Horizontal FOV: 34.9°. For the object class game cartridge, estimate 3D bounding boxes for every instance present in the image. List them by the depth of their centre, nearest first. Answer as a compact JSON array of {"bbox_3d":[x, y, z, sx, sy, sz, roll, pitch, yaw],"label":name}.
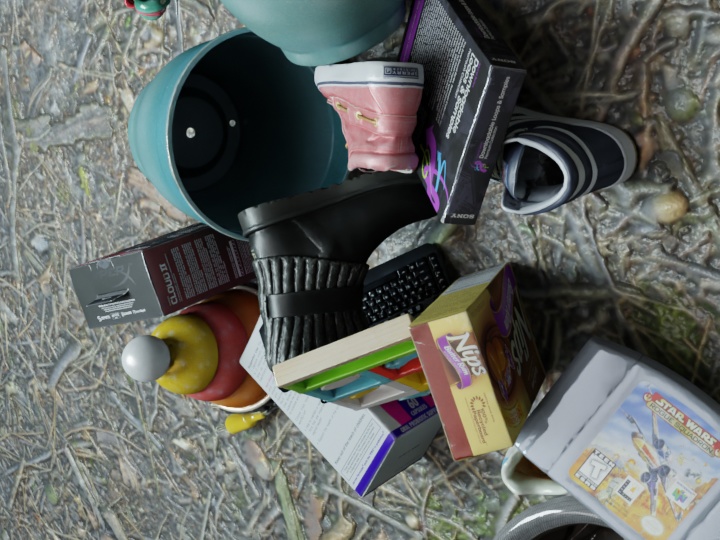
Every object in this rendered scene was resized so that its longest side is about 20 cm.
[{"bbox_3d":[0.239,0.153,0.934,0.200,0.042,0.133,39,111,13],"label":"game cartridge"}]

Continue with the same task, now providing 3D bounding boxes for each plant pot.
[{"bbox_3d":[-0.035,-0.265,0.997,0.200,0.200,0.134,11,139,40],"label":"plant pot"},{"bbox_3d":[-0.137,-0.138,1.142,0.188,0.200,0.201,14,117,56],"label":"plant pot"}]

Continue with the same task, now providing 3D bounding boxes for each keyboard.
[{"bbox_3d":[-0.002,0.054,1.104,0.199,0.040,0.104,-27,71,11],"label":"keyboard"}]

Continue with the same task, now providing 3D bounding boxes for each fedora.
[{"bbox_3d":[0.216,0.278,1.041,0.200,0.090,0.177,-41,80,33],"label":"fedora"}]

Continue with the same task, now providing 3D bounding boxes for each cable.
[{"bbox_3d":[-0.100,0.145,1.342,0.199,0.050,0.098,-3,88,32],"label":"cable"}]

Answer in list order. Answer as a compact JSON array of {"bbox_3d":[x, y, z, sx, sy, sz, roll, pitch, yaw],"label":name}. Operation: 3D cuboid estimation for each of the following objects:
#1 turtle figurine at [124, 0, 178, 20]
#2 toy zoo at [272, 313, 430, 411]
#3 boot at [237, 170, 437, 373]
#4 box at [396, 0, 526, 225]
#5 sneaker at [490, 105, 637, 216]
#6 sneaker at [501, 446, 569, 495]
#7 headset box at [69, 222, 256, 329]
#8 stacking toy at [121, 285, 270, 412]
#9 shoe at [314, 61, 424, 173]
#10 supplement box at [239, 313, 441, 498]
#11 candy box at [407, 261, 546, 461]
[{"bbox_3d":[-0.201,-0.323,1.140,0.150,0.100,0.201,45,147,44],"label":"turtle figurine"},{"bbox_3d":[0.024,0.089,1.025,0.131,0.200,0.021,-22,69,18],"label":"toy zoo"},{"bbox_3d":[-0.001,0.001,1.051,0.079,0.210,0.158,120,134,-81],"label":"boot"},{"bbox_3d":[0.074,-0.151,0.961,0.200,0.036,0.143,-108,27,-51],"label":"box"},{"bbox_3d":[0.119,-0.095,0.963,0.200,0.108,0.070,11,114,40],"label":"sneaker"},{"bbox_3d":[0.214,0.156,0.998,0.200,0.081,0.077,-28,87,40],"label":"sneaker"},{"bbox_3d":[-0.207,-0.001,1.250,0.148,0.200,0.075,-11,100,45],"label":"headset box"},{"bbox_3d":[-0.182,0.088,1.248,0.146,0.200,0.147,-1,88,30],"label":"stacking toy"},{"bbox_3d":[0.003,-0.133,1.005,0.200,0.071,0.091,-154,66,-72],"label":"shoe"},{"bbox_3d":[-0.017,0.116,1.189,0.200,0.101,0.104,44,132,21],"label":"supplement box"},{"bbox_3d":[0.106,0.072,0.982,0.056,0.200,0.117,-17,95,21],"label":"candy box"}]
